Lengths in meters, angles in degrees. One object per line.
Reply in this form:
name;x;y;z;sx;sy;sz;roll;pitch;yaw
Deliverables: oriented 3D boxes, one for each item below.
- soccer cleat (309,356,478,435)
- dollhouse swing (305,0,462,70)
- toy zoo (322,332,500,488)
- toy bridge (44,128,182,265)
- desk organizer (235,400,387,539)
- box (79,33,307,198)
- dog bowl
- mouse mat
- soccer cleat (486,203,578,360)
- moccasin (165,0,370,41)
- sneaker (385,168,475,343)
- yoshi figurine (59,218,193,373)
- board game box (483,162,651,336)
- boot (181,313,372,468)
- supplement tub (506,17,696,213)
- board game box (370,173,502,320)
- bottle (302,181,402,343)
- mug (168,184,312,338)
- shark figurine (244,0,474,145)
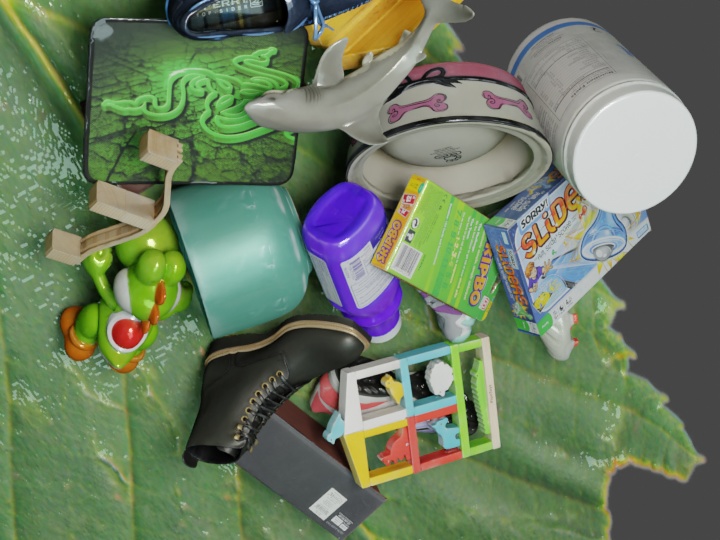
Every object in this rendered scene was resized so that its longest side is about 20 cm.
soccer cleat;0.039;0.147;1.821;0.199;0.069;0.073;18;136;-30
dollhouse swing;0.051;-0.299;1.484;0.182;0.175;0.201;-47;130;-33
toy zoo;0.052;0.152;1.767;0.199;0.020;0.132;-14;108;-20
toy bridge;-0.217;-0.058;1.520;0.067;0.027;0.200;19;140;-31
desk organizer;-0.069;0.201;1.800;0.072;0.077;0.200;-43;122;10
box;-0.158;-0.162;1.553;0.199;0.100;0.075;-31;123;1
dog bowl;0.081;-0.128;1.585;0.199;0.074;0.200;-5;158;-2
mouse mat;-0.149;-0.150;1.501;0.199;0.008;0.162;-1;118;-17
soccer cleat;0.184;0.012;1.785;0.077;0.069;0.201;-14;118;2
moccasin;-0.067;-0.229;1.439;0.199;0.068;0.081;-19;119;-6
sneaker;0.043;-0.007;1.725;0.139;0.078;0.201;-12;112;-9
yoshi figurine;-0.222;0.014;1.619;0.112;0.112;0.200;-36;174;-40
board game box;0.217;-0.045;1.717;0.200;0.034;0.136;-41;126;-29
boot;-0.084;0.128;1.667;0.199;0.139;0.077;-19;132;37
supplement tub;0.230;-0.155;1.620;0.131;0.200;0.133;-8;121;-13
board game box;0.088;-0.019;1.639;0.200;0.030;0.096;28;87;-51
bottle;0.000;0.000;1.628;0.084;0.065;0.200;-50;149;-19
mug;-0.116;-0.022;1.630;0.114;0.185;0.153;-19;91;-7
shark figurine;0.015;-0.162;1.486;0.214;0.090;0.128;-33;151;6
